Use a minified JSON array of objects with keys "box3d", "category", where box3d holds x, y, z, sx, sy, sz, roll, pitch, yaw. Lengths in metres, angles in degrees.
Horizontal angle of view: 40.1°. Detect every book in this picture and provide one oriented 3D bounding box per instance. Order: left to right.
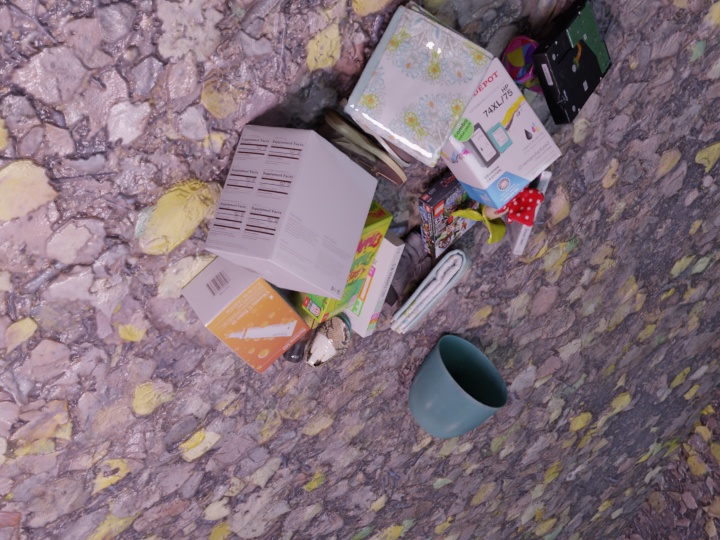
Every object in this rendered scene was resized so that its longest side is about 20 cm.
[{"box3d":[0.000,0.000,1.763,0.048,0.133,0.203,-17,136,-43],"category":"book"}]

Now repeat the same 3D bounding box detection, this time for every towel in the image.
[{"box3d":[0.091,-0.290,1.526,0.202,0.169,0.048,-60,-179,1],"category":"towel"},{"box3d":[0.139,0.040,1.940,0.200,0.048,0.171,-46,175,5],"category":"towel"}]

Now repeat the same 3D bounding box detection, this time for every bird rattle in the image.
[{"box3d":[0.256,-0.144,1.771,0.200,0.111,0.165,-48,-161,60],"category":"bird rattle"}]

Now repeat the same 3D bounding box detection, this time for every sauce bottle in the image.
[{"box3d":[-0.103,0.081,1.808,0.064,0.065,0.203,-8,131,-37],"category":"sauce bottle"}]

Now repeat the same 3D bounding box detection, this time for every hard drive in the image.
[{"box3d":[0.372,-0.368,1.731,0.201,0.037,0.141,-51,126,-34],"category":"hard drive"}]

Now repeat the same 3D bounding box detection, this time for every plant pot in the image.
[{"box3d":[0.198,0.271,2.172,0.199,0.202,0.161,10,131,-47],"category":"plant pot"}]

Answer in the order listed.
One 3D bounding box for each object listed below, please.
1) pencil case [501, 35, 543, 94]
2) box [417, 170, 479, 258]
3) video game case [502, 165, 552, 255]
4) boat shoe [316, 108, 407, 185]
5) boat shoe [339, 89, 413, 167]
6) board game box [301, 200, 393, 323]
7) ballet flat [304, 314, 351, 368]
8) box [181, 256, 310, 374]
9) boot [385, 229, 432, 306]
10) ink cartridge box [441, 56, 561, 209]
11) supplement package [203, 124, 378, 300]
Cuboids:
[{"box3d":[0.332,-0.352,1.773,0.198,0.088,0.089,9,120,-48],"category":"pencil case"},{"box3d":[0.191,-0.135,1.858,0.199,0.037,0.138,-41,145,-24],"category":"box"},{"box3d":[0.306,-0.162,1.855,0.023,0.202,0.185,8,127,-8],"category":"video game case"},{"box3d":[-0.002,-0.186,1.629,0.072,0.072,0.199,-50,135,8],"category":"boat shoe"},{"box3d":[0.042,-0.240,1.628,0.060,0.072,0.199,-44,138,8],"category":"boat shoe"},{"box3d":[-0.023,-0.014,1.678,0.101,0.047,0.202,-25,147,-49],"category":"board game box"},{"box3d":[-0.068,0.146,1.844,0.075,0.068,0.200,-42,175,-23],"category":"ballet flat"},{"box3d":[-0.193,0.067,1.683,0.124,0.098,0.200,-42,144,-2],"category":"box"},{"box3d":[0.064,-0.033,1.864,0.132,0.070,0.201,-45,149,-11],"category":"boot"},{"box3d":[0.205,-0.234,1.651,0.146,0.146,0.201,-40,108,-2],"category":"ink cartridge box"},{"box3d":[-0.103,-0.088,1.513,0.190,0.145,0.204,31,73,-52],"category":"supplement package"}]
